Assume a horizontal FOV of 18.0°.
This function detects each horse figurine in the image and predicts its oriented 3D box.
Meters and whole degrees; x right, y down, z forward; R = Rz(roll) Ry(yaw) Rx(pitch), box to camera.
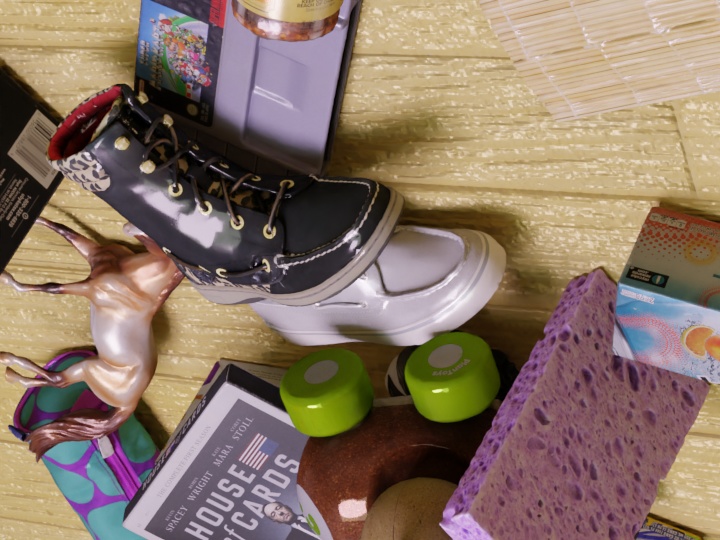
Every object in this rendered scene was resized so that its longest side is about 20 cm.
[{"bbox_3d":[-0.183,0.041,1.564,0.132,0.050,0.201,10,117,5],"label":"horse figurine"}]

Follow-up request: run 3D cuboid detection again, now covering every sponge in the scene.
[{"bbox_3d":[0.129,0.107,1.334,0.112,0.200,0.030,46,142,-19],"label":"sponge"}]

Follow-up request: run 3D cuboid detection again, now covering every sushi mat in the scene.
[{"bbox_3d":[0.160,-0.130,1.200,0.199,0.012,0.096,-8,130,40],"label":"sushi mat"}]

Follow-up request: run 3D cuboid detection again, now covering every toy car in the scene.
[{"bbox_3d":[0.023,0.165,1.340,0.157,0.200,0.165,-8,124,20],"label":"toy car"}]

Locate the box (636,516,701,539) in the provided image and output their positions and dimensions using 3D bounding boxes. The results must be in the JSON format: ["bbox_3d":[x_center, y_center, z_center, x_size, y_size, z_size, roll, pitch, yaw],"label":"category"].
[{"bbox_3d":[0.123,0.186,1.531,0.199,0.070,0.064,20,142,13],"label":"box"}]

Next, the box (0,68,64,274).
[{"bbox_3d":[-0.305,-0.040,1.498,0.124,0.149,0.200,43,140,-18],"label":"box"}]

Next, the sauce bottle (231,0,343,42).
[{"bbox_3d":[-0.030,-0.216,1.178,0.066,0.066,0.201,19,127,15],"label":"sauce bottle"}]

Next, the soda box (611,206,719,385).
[{"bbox_3d":[0.245,0.032,1.277,0.199,0.069,0.064,16,140,17],"label":"soda box"}]

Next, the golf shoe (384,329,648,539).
[{"bbox_3d":[0.100,0.111,1.475,0.200,0.078,0.094,42,159,-12],"label":"golf shoe"}]

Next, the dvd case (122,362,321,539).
[{"bbox_3d":[-0.035,0.158,1.485,0.199,0.025,0.151,27,124,-14],"label":"dvd case"}]

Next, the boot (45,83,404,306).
[{"bbox_3d":[-0.084,-0.048,1.346,0.154,0.074,0.203,39,153,-27],"label":"boot"}]

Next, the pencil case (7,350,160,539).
[{"bbox_3d":[-0.178,0.157,1.686,0.092,0.085,0.200,32,157,53],"label":"pencil case"}]

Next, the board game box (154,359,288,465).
[{"bbox_3d":[-0.051,0.174,1.607,0.104,0.103,0.201,7,136,28],"label":"board game box"}]

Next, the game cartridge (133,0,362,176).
[{"bbox_3d":[-0.070,-0.130,1.340,0.129,0.038,0.200,20,141,7],"label":"game cartridge"}]

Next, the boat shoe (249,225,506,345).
[{"bbox_3d":[0.000,0.000,1.405,0.199,0.072,0.068,-2,150,48],"label":"boat shoe"}]
